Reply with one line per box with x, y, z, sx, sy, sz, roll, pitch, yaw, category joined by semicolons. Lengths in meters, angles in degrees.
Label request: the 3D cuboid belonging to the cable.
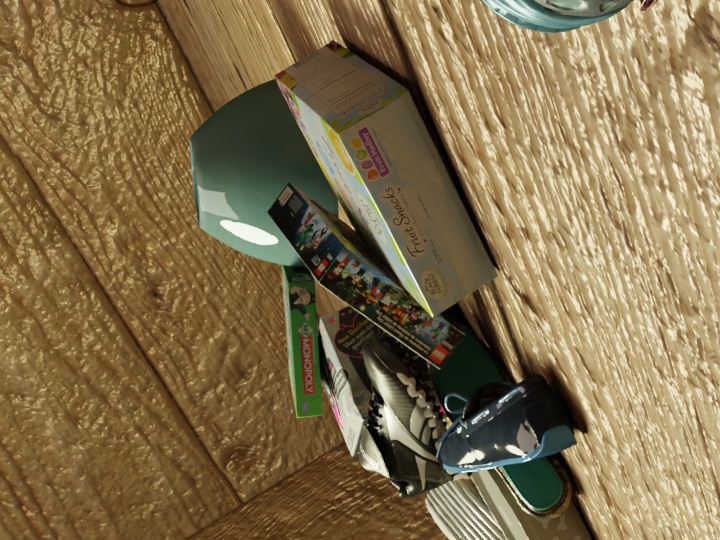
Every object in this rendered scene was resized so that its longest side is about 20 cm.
0.159;0.332;1.584;0.200;0.069;0.200;46;179;-28;cable

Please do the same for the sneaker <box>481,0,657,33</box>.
0.041;-0.167;0.372;0.201;0.079;0.095;54;167;-16;sneaker

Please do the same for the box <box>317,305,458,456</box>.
0.030;0.099;1.307;0.200;0.131;0.116;99;149;-71;box

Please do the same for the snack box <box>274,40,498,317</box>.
0.015;-0.078;1.012;0.170;0.067;0.200;61;173;-25;snack box

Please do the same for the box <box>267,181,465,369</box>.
0.000;0.000;1.114;0.136;0.038;0.200;37;-175;-24;box

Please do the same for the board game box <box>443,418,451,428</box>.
0.131;0.189;1.503;0.202;0.034;0.135;63;174;-19;board game box

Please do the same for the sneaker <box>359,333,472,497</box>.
0.032;0.143;1.161;0.201;0.090;0.067;61;178;-40;sneaker

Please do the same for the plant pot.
-0.105;-0.098;1.314;0.200;0.133;0.204;174;90;-81;plant pot

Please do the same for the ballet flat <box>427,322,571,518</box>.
0.126;0.140;1.173;0.201;0.067;0.075;56;-175;16;ballet flat

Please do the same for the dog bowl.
0.167;0.232;1.269;0.202;0.058;0.200;61;175;9;dog bowl

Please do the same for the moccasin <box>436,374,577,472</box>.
0.120;0.122;1.055;0.200;0.080;0.069;-31;75;63;moccasin

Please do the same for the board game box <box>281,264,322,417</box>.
-0.063;0.064;1.348;0.200;0.029;0.137;-126;31;-81;board game box
